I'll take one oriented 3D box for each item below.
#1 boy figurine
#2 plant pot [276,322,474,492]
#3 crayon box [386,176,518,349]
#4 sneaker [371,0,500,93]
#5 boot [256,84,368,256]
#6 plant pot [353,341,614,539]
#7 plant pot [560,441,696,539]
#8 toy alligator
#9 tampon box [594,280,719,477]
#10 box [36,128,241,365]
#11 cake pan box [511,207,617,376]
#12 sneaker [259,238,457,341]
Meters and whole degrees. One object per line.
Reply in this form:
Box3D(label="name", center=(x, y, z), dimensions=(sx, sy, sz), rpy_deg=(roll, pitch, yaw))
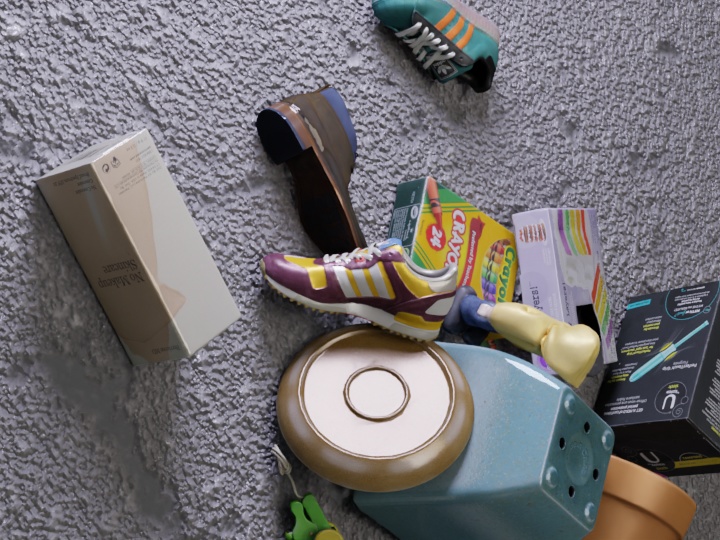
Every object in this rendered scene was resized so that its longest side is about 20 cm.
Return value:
Box3D(label="boy figurine", center=(0.181, 0.072, 1.780), dimensions=(0.124, 0.200, 0.065), rpy_deg=(33, 84, -40))
Box3D(label="plant pot", center=(0.016, 0.128, 1.686), dimensions=(0.028, 0.199, 0.200), rpy_deg=(93, 23, -51))
Box3D(label="crayon box", center=(0.113, -0.004, 1.893), dimensions=(0.200, 0.051, 0.127), rpy_deg=(31, 61, -38))
Box3D(label="sneaker", center=(0.090, -0.260, 1.907), dimensions=(0.200, 0.071, 0.080), rpy_deg=(17, 66, -43))
Box3D(label="boot", center=(-0.022, -0.098, 1.760), dimensions=(0.097, 0.075, 0.201), rpy_deg=(-37, 106, -40))
Box3D(label="plant pot", center=(0.146, 0.195, 1.760), dimensions=(0.196, 0.199, 0.197), rpy_deg=(42, 55, -40))
Box3D(label="plant pot", center=(0.258, 0.292, 1.883), dimensions=(0.200, 0.200, 0.140), rpy_deg=(35, 70, -35))
Box3D(label="toy alligator", center=(-0.048, 0.269, 1.678), dimensions=(0.054, 0.059, 0.200), rpy_deg=(-36, 94, -5))
Box3D(label="tampon box", center=(0.398, 0.137, 2.077), dimensions=(0.126, 0.150, 0.200), rpy_deg=(42, 55, -30))
Box3D(label="box", center=(-0.202, -0.019, 1.551), dimensions=(0.078, 0.095, 0.201), rpy_deg=(-38, 107, -41))
Box3D(label="cake pan box", center=(0.240, 0.027, 1.976), dimensions=(0.184, 0.052, 0.201), rpy_deg=(-1, 83, -62))
Box3D(label="sneaker", center=(0.000, 0.000, 1.707), dimensions=(0.199, 0.075, 0.090), rpy_deg=(17, 108, -13))
